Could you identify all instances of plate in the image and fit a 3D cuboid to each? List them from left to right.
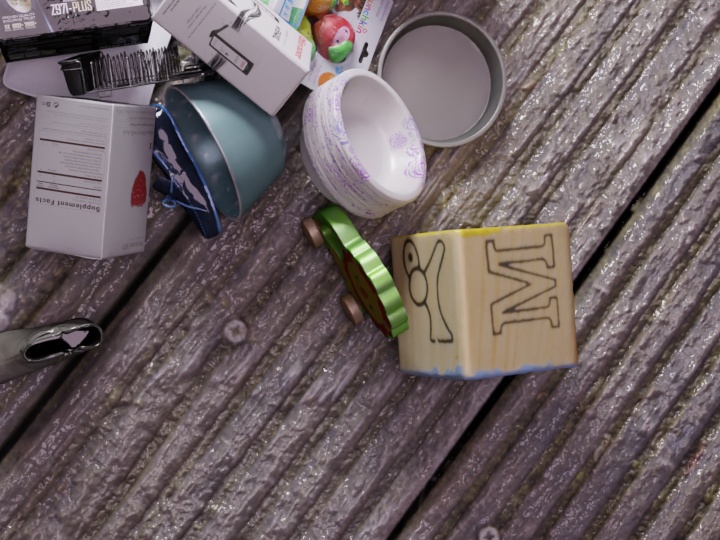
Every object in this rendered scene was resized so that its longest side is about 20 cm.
[{"bbox_3d":[-0.372,-0.316,1.676,0.198,0.032,0.202,18,85,-12],"label":"plate"}]

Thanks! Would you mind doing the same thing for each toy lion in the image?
[{"bbox_3d":[0.000,0.000,1.672,0.068,0.192,0.201,-29,95,-11],"label":"toy lion"}]

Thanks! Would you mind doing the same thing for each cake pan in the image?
[{"bbox_3d":[0.118,-0.281,1.781,0.198,0.037,0.202,0,89,-12],"label":"cake pan"}]

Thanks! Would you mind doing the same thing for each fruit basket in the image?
[{"bbox_3d":[-0.060,-0.355,1.715,0.199,0.094,0.187,25,78,-19],"label":"fruit basket"}]

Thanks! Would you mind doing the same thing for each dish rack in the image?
[{"bbox_3d":[-0.285,-0.268,1.590,0.198,0.154,0.055,-7,105,1],"label":"dish rack"}]

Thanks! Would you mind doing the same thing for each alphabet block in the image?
[{"bbox_3d":[0.171,0.041,1.694,0.195,0.195,0.202,-4,91,-28],"label":"alphabet block"}]

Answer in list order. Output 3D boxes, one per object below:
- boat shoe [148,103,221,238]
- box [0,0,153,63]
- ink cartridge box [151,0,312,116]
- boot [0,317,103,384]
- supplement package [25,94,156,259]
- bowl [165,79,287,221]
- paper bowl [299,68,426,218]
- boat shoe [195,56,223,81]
[{"bbox_3d":[-0.262,-0.129,1.674,0.068,0.084,0.201,-28,89,-16],"label":"boat shoe"},{"bbox_3d":[-0.378,-0.341,1.576,0.198,0.164,0.087,-11,92,-12],"label":"box"},{"bbox_3d":[-0.162,-0.312,1.577,0.200,0.146,0.084,38,109,-16],"label":"ink cartridge box"},{"bbox_3d":[-0.443,0.105,1.604,0.198,0.131,0.068,-19,93,-12],"label":"boot"},{"bbox_3d":[-0.356,-0.125,1.597,0.119,0.121,0.202,9,99,17],"label":"supplement package"},{"bbox_3d":[-0.173,-0.181,1.639,0.105,0.201,0.202,-30,95,-17],"label":"bowl"},{"bbox_3d":[-0.006,-0.170,1.675,0.200,0.104,0.202,29,48,-39],"label":"paper bowl"},{"bbox_3d":[-0.199,-0.315,1.696,0.073,0.068,0.201,-17,93,-12],"label":"boat shoe"}]
